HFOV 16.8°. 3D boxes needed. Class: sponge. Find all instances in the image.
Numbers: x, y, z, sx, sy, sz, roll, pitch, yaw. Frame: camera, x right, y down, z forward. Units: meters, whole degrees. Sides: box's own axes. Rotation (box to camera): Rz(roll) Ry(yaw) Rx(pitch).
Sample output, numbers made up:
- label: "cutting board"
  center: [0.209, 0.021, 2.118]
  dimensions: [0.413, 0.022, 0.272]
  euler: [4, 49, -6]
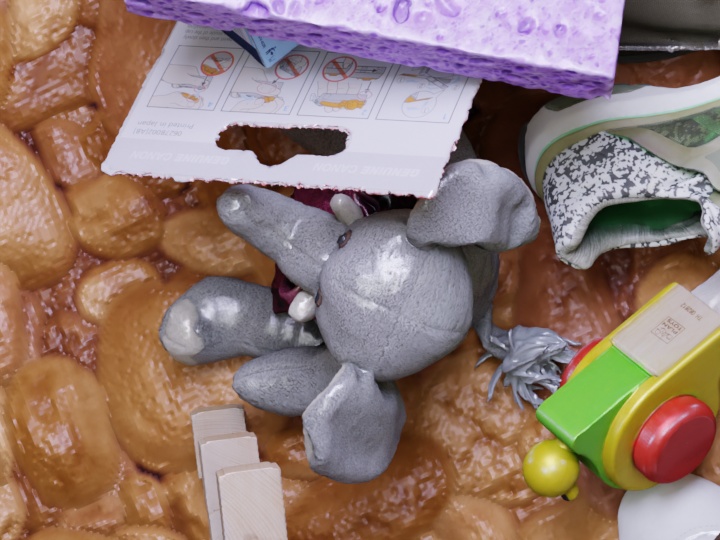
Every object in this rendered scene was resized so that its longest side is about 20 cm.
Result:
- label: "sponge"
  center: [0.012, -0.140, 0.979]
  dimensions: [0.200, 0.030, 0.112]
  euler: [11, 73, 3]

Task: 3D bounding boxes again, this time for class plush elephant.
- label: "plush elephant"
  center: [0.000, 0.000, 1.068]
  dimensions: [0.200, 0.155, 0.165]
  euler: [29, 93, 12]

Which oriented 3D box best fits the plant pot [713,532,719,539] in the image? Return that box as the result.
- label: "plant pot"
  center: [0.229, 0.129, 0.986]
  dimensions: [0.187, 0.200, 0.187]
  euler: [16, 130, 20]

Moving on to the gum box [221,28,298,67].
- label: "gum box"
  center: [-0.018, -0.199, 1.073]
  dimensions: [0.200, 0.045, 0.170]
  euler: [-38, 48, -12]

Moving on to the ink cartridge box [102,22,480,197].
- label: "ink cartridge box"
  center: [-0.001, -0.101, 1.056]
  dimensions: [0.161, 0.050, 0.200]
  euler: [5, 56, 27]

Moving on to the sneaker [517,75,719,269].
- label: "sneaker"
  center: [0.167, -0.040, 1.062]
  dimensions: [0.200, 0.077, 0.089]
  euler: [-14, 45, 17]

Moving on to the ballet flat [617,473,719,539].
- label: "ballet flat"
  center: [0.181, 0.172, 1.067]
  dimensions: [0.069, 0.069, 0.200]
  euler: [-35, 80, 8]

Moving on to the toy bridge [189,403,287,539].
- label: "toy bridge"
  center: [-0.053, 0.104, 1.055]
  dimensions: [0.027, 0.200, 0.067]
  euler: [-7, 96, -7]

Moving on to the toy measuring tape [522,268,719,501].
- label: "toy measuring tape"
  center: [0.152, 0.039, 1.091]
  dimensions: [0.200, 0.074, 0.074]
  euler: [-38, 80, -14]

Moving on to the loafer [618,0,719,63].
- label: "loafer"
  center: [0.162, -0.135, 1.086]
  dimensions: [0.200, 0.070, 0.075]
  euler: [-4, 86, 11]
